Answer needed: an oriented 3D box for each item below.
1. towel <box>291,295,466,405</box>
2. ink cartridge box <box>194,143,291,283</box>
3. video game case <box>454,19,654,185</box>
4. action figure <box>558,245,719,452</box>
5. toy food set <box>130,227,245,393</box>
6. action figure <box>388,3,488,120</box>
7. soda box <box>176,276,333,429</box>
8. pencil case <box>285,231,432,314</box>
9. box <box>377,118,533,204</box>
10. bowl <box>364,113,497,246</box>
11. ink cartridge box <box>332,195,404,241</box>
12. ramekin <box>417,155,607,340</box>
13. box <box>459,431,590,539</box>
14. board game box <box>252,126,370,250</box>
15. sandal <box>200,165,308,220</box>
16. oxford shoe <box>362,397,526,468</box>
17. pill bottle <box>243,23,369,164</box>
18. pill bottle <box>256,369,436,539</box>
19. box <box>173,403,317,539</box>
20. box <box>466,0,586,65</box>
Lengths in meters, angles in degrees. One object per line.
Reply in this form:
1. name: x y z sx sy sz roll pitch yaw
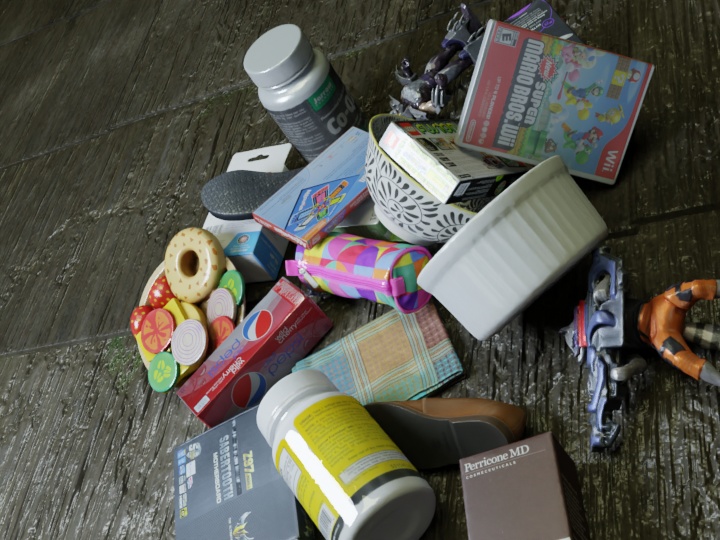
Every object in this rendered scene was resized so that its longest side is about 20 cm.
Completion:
1. towel: 0.016 0.118 1.131 0.199 0.022 0.147 -31 43 9
2. ink cartridge box: -0.154 -0.081 1.390 0.115 0.068 0.202 -5 52 31
3. video game case: 0.219 -0.189 1.097 0.017 0.198 0.144 -107 31 -70
4. action figure: 0.283 0.082 0.944 0.192 0.104 0.202 4 83 45
5. toy food set: -0.231 0.059 1.291 0.200 0.049 0.199 -44 59 16
6. action figure: 0.108 -0.281 1.379 0.200 0.069 0.130 -46 47 -3
7. soda box: -0.131 0.110 1.205 0.200 0.070 0.063 -47 41 -8
8. pencil case: 0.000 0.000 1.187 0.199 0.088 0.089 8 59 47
9. box: 0.118 -0.132 1.134 0.110 0.199 0.035 44 119 21
10. bowl: 0.076 -0.092 1.166 0.095 0.199 0.202 -58 34 27
11. ink cartridge box: 0.053 -0.104 1.280 0.198 0.048 0.147 -3 53 36
12. ramekin: 0.164 -0.017 1.015 0.200 0.200 0.098 -40 81 -1
13. box: 0.156 0.258 0.871 0.099 0.075 0.201 -22 43 19
14. board game box: -0.037 -0.111 1.259 0.102 0.020 0.200 27 58 35
15. sandal: -0.119 -0.099 1.313 0.198 0.043 0.077 -5 57 4
16. oxford shoe: 0.085 0.165 1.021 0.198 0.072 0.071 0 22 37
17. pill bottle: -0.075 -0.243 1.375 0.112 0.200 0.114 -19 45 21
18. pill bottle: -0.021 0.200 1.000 0.114 0.114 0.200 -42 50 -3
19. box: -0.135 0.259 1.094 0.157 0.051 0.201 -26 43 13
20. box: 0.235 -0.231 1.213 0.122 0.106 0.201 -32 42 10
